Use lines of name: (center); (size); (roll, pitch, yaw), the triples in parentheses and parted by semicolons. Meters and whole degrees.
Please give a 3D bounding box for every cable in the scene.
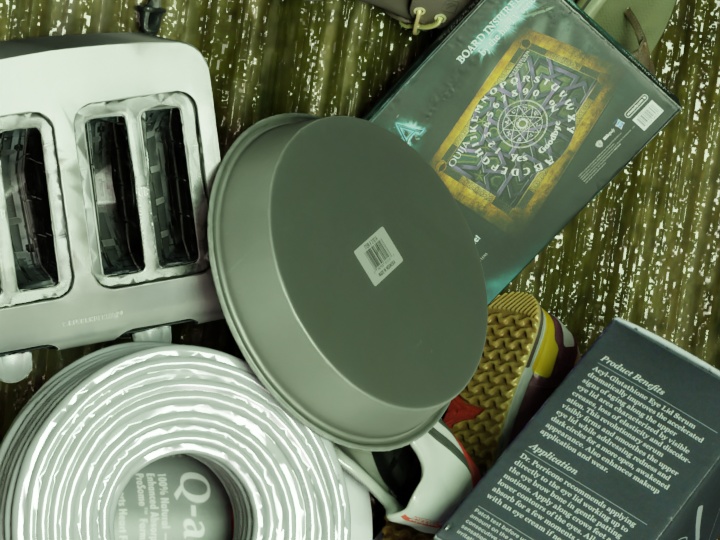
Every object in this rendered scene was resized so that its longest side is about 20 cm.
cable: (-0.104, 0.138, 1.221); (0.200, 0.069, 0.200); (-43, 100, -19)

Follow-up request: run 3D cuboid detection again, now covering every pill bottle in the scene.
pill bottle: (-0.102, 0.150, 1.320); (0.199, 0.116, 0.116); (1, 96, -20)

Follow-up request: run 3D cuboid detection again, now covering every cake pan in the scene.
cake pan: (0.000, 0.000, 1.267); (0.200, 0.037, 0.201); (24, 55, -38)

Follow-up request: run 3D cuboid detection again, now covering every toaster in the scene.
toaster: (-0.171, -0.047, 1.269); (0.180, 0.119, 0.201); (-9, 100, -20)

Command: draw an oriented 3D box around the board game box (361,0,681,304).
board game box: (0.075, -0.073, 1.355); (0.135, 0.028, 0.200); (41, 106, -12)

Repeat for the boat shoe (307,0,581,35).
boat shoe: (0.053, -0.173, 1.363); (0.199, 0.072, 0.060); (-7, 96, -25)

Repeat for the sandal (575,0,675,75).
sandal: (0.149, -0.099, 1.394); (0.080, 0.057, 0.202); (13, 105, -49)

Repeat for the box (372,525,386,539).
box: (0.006, 0.267, 1.375); (0.137, 0.039, 0.200); (41, 80, 23)

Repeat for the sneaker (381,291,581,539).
sneaker: (0.086, 0.118, 1.392); (0.090, 0.075, 0.201); (41, 67, -39)

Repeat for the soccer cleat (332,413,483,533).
soccer cleat: (-0.004, 0.068, 1.322); (0.069, 0.085, 0.200); (-43, 68, 22)

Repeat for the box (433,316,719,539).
box: (0.132, 0.154, 1.316); (0.104, 0.148, 0.200); (30, 54, 19)
